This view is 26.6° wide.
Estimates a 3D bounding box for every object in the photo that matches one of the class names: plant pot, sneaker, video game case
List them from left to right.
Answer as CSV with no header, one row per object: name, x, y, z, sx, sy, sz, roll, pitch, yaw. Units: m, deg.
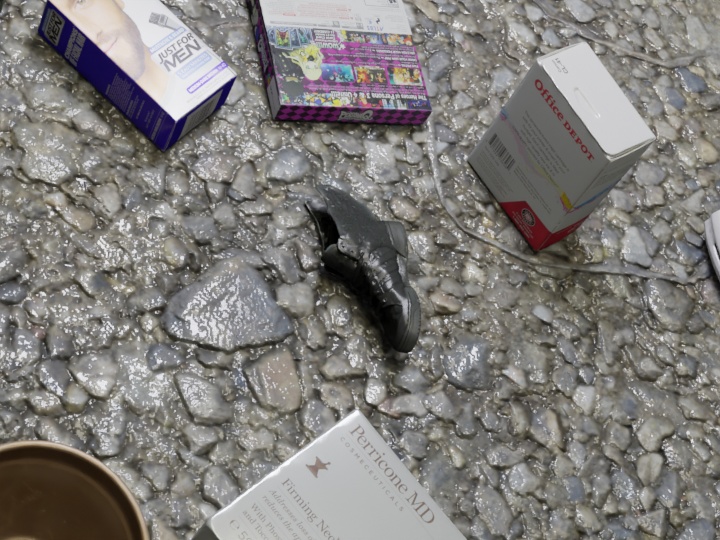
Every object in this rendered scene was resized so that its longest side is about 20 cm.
plant pot,-0.290,0.259,1.340,0.199,0.093,0.203,11,57,-18
video game case,-0.026,-0.260,1.820,0.198,0.036,0.183,-1,61,-25
sneaker,0.001,-0.002,1.661,0.103,0.060,0.202,9,52,-22

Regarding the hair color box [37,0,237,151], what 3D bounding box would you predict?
hair color box,-0.247,-0.241,1.689,0.200,0.065,0.109,42,53,6

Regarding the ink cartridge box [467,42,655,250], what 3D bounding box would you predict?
ink cartridge box,0.229,-0.140,1.761,0.085,0.200,0.148,-24,73,-34

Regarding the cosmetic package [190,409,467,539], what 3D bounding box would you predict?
cosmetic package,-0.046,0.270,1.401,0.199,0.167,0.168,-34,78,-37

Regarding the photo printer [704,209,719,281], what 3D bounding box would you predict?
photo printer,0.528,-0.010,1.903,0.198,0.070,0.168,-8,65,-28

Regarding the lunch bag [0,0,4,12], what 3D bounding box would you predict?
lunch bag,-0.468,-0.339,1.597,0.198,0.140,0.169,4,60,-24
